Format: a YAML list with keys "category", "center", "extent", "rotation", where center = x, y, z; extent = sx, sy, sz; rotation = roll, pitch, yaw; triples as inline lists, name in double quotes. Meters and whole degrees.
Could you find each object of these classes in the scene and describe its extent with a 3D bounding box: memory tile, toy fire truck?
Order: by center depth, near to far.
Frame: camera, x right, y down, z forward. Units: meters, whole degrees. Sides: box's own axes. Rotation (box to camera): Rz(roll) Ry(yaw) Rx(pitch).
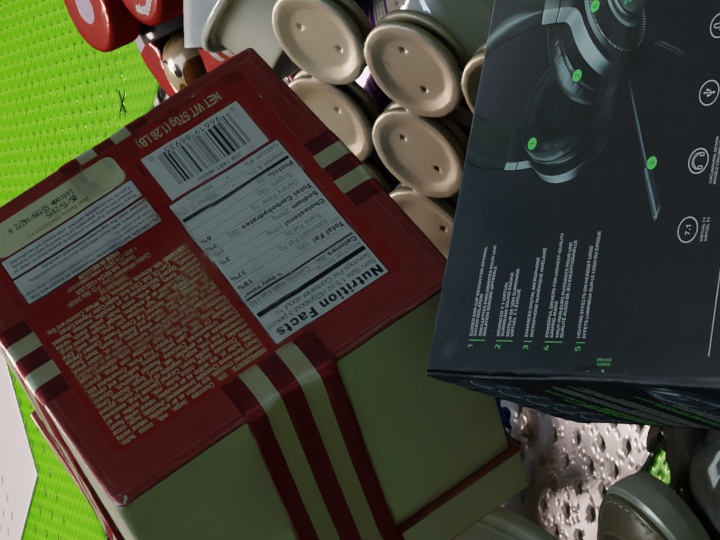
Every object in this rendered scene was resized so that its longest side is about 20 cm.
- category: "memory tile"
  center: [0.050, -0.048, 0.956]
  extent: [0.199, 0.017, 0.154]
  rotation: [22, 143, 26]
- category: "toy fire truck"
  center: [-0.091, -0.144, 1.345]
  extent: [0.200, 0.112, 0.169]
  rotation: [-14, 101, 63]

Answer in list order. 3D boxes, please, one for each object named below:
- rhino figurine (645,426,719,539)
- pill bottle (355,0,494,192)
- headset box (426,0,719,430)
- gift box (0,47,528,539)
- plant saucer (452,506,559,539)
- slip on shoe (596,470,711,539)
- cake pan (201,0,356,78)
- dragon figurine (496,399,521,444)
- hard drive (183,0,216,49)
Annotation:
- category: "rhino figurine"
  center: [0.159, 0.074, 0.845]
  extent: [0.200, 0.059, 0.088]
  rotation: [177, 94, -68]
- category: "pill bottle"
  center: [0.037, -0.090, 1.037]
  extent: [0.200, 0.111, 0.112]
  rotation: [132, 131, -57]
- category: "headset box"
  center: [0.124, -0.034, 0.765]
  extent: [0.199, 0.092, 0.175]
  rotation: [-2, 74, 50]
- category: "gift box"
  center: [-0.049, 0.036, 0.919]
  extent: [0.200, 0.184, 0.187]
  rotation: [54, 170, 37]
- category: "plant saucer"
  center: [0.034, 0.200, 0.976]
  extent: [0.199, 0.050, 0.202]
  rotation: [8, 111, 23]
- category: "slip on shoe"
  center: [0.113, 0.176, 0.888]
  extent: [0.076, 0.060, 0.201]
  rotation: [40, 144, 47]
- category: "cake pan"
  center: [0.007, -0.165, 1.037]
  extent: [0.037, 0.200, 0.200]
  rotation: [45, 147, 3]
- category: "dragon figurine"
  center: [0.026, 0.140, 1.122]
  extent: [0.099, 0.059, 0.201]
  rotation: [21, 124, 21]
- category: "hard drive"
  center: [-0.036, -0.226, 1.204]
  extent: [0.139, 0.033, 0.202]
  rotation: [0, 93, 30]
